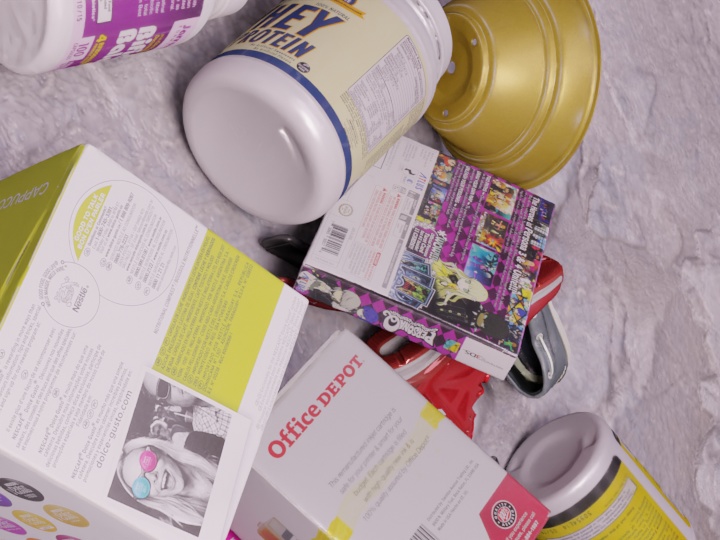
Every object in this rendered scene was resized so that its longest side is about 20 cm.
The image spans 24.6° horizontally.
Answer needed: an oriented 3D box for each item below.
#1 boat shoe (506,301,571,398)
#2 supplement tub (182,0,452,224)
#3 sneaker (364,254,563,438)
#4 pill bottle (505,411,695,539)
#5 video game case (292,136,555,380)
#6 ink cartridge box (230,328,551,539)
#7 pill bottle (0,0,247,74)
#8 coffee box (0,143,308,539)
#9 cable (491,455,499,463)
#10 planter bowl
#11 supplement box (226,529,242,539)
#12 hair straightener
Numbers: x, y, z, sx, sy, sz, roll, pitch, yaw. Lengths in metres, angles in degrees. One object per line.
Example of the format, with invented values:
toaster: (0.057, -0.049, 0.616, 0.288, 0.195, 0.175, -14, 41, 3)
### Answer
boat shoe: (0.124, 0.023, 1.442, 0.200, 0.073, 0.062, 61, 33, -19)
supplement tub: (-0.029, -0.145, 1.301, 0.145, 0.145, 0.200, 56, 50, -17)
sneaker: (0.093, 0.071, 1.393, 0.200, 0.078, 0.116, -27, 125, -20)
pill bottle: (0.225, 0.230, 1.460, 0.200, 0.114, 0.114, 49, 52, -22)
video game case: (0.057, -0.021, 1.330, 0.181, 0.036, 0.200, 23, 41, -2)
ink cartridge box: (0.009, 0.160, 1.136, 0.200, 0.083, 0.145, 43, 48, 2)
pill bottle: (-0.176, -0.213, 1.207, 0.200, 0.112, 0.113, -20, 93, -42)
coffee box: (-0.190, 0.068, 1.067, 0.198, 0.199, 0.201, 36, 59, -29)
cable: (0.090, 0.236, 1.402, 0.097, 0.050, 0.201, -19, 105, -60)
planter bowl: (0.102, -0.168, 1.388, 0.083, 0.200, 0.201, 0, 80, -39)
supplement box: (-0.097, 0.204, 1.185, 0.200, 0.101, 0.104, -36, 103, -42)
hair straightener: (0.000, 0.000, 1.361, 0.200, 0.041, 0.077, 17, 69, -38)
